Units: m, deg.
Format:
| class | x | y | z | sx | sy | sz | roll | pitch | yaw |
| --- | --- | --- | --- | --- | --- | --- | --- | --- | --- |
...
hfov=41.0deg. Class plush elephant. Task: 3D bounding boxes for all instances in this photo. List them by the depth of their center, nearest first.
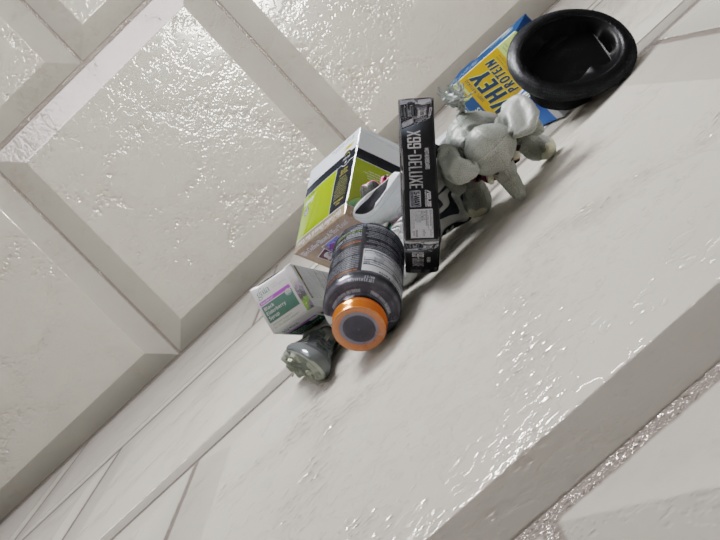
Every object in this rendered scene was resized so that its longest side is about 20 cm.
| class | x | y | z | sx | sy | sz | roll | pitch | yaw |
| --- | --- | --- | --- | --- | --- | --- | --- | --- | --- |
| plush elephant | 0.183 | -0.161 | 1.328 | 0.165 | 0.200 | 0.155 | -35 | 28 | 11 |

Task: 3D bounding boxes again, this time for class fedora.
| class | x | y | z | sx | sy | sz | roll | pitch | yaw |
| --- | --- | --- | --- | --- | --- | --- | --- | --- | --- |
| fedora | 0.327 | -0.316 | 1.505 | 0.201 | 0.201 | 0.092 | -46 | -24 | -20 |

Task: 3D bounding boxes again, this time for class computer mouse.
| class | x | y | z | sx | sy | sz | roll | pitch | yaw |
| --- | --- | --- | --- | --- | --- | --- | --- | --- | --- |
| computer mouse | 0.070 | -0.123 | 1.509 | 0.110 | 0.044 | 0.200 | 10 | -41 | -45 |

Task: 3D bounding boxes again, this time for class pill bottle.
| class | x | y | z | sx | sy | sz | roll | pitch | yaw |
| --- | --- | --- | --- | --- | --- | --- | --- | --- | --- |
| pill bottle | 0.005 | 0.025 | 1.312 | 0.106 | 0.106 | 0.200 | -40 | 20 | 25 |

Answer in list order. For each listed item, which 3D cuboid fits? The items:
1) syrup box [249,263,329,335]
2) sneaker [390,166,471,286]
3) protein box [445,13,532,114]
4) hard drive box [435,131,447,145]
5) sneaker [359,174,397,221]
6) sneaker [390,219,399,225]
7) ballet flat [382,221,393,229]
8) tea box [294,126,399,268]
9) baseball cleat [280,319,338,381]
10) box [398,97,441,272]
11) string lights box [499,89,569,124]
| class | x | y | z | sx | sy | sz | roll | pitch | yaw |
| --- | --- | --- | --- | --- | --- | --- | --- | --- | --- |
| syrup box | -0.084 | 0.049 | 1.493 | 0.079 | 0.081 | 0.200 | -34 | -14 | 13 |
| sneaker | 0.114 | -0.066 | 1.468 | 0.079 | 0.130 | 0.199 | 17 | 95 | 41 |
| protein box | 0.312 | -0.420 | 2.075 | 0.200 | 0.135 | 0.199 | -39 | 9 | 28 |
| hard drive box | 0.142 | -0.197 | 1.967 | 0.200 | 0.077 | 0.156 | -49 | 9 | -36 |
| sneaker | 0.072 | -0.122 | 1.664 | 0.079 | 0.095 | 0.200 | -25 | -11 | 39 |
| sneaker | 0.044 | -0.035 | 1.605 | 0.200 | 0.075 | 0.115 | -43 | 9 | 24 |
| ballet flat | 0.000 | 0.000 | 1.466 | 0.067 | 0.064 | 0.200 | 92 | -168 | -56 |
| tea box | -0.010 | -0.123 | 1.798 | 0.200 | 0.134 | 0.197 | -33 | 39 | 53 |
| baseball cleat | -0.064 | 0.109 | 1.411 | 0.106 | 0.070 | 0.200 | -46 | 9 | -13 |
| box | 0.080 | -0.111 | 1.313 | 0.050 | 0.200 | 0.158 | -3 | -16 | 3 |
| string lights box | 0.325 | -0.302 | 1.664 | 0.103 | 0.059 | 0.200 | -46 | 8 | -10 |
